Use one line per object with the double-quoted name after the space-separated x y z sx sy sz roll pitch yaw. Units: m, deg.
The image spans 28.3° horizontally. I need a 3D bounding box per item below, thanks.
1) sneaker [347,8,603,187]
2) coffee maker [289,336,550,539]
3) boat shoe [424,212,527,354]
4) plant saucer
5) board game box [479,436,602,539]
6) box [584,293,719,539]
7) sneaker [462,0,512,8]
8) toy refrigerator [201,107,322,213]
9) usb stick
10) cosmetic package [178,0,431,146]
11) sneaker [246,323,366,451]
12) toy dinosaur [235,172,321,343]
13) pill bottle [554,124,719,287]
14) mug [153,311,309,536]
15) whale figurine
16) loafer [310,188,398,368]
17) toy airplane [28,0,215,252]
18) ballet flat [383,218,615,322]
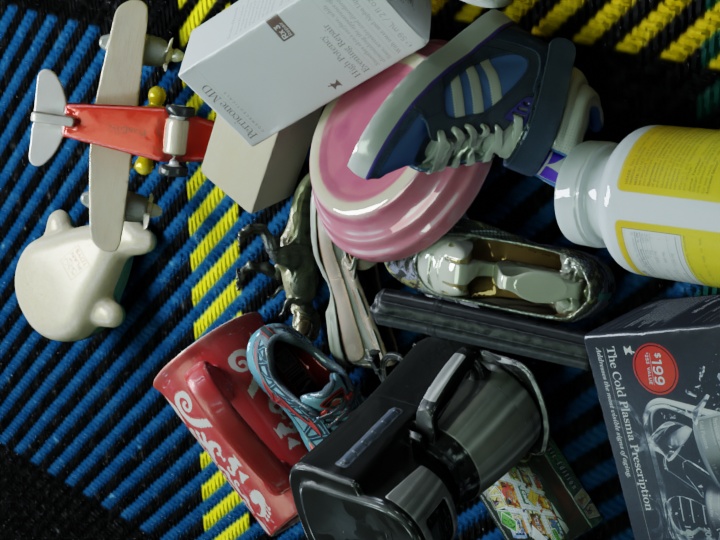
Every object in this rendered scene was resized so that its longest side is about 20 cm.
0.103 -0.102 1.098 0.146 0.200 0.081 42 151 8 "sneaker"
0.036 0.162 1.221 0.192 0.200 0.135 -12 113 50 "coffee maker"
0.070 -0.009 1.266 0.068 0.072 0.200 -38 84 42 "boat shoe"
0.026 -0.108 1.212 0.200 0.051 0.201 -22 57 38 "plant saucer"
0.130 0.164 1.303 0.200 0.023 0.105 59 138 12 "board game box"
0.286 0.121 1.059 0.182 0.104 0.201 -9 99 47 "box"
0.068 -0.310 1.145 0.200 0.073 0.116 50 138 23 "sneaker"
-0.082 -0.161 1.370 0.076 0.070 0.200 39 131 22 "toy refrigerator"
0.106 0.049 1.189 0.199 0.055 0.033 12 87 16 "usb stick"
-0.048 -0.198 1.219 0.200 0.074 0.102 -29 124 29 "cosmetic package"
-0.034 0.134 1.377 0.200 0.079 0.096 44 168 -2 "sneaker"
-0.080 -0.014 1.423 0.047 0.088 0.201 -108 19 -68 "toy dinosaur"
0.243 -0.047 1.033 0.199 0.112 0.113 11 113 44 "pill bottle"
-0.116 0.167 1.461 0.133 0.177 0.200 -41 79 32 "mug"
-0.308 -0.004 1.667 0.200 0.104 0.159 -40 73 22 "whale figurine"
0.000 0.000 1.354 0.063 0.072 0.201 6 117 28 "loafer"
-0.246 -0.148 1.492 0.200 0.141 0.199 -37 87 15 "toy airplane"
0.108 -0.001 1.173 0.199 0.072 0.072 10 115 16 "ballet flat"
